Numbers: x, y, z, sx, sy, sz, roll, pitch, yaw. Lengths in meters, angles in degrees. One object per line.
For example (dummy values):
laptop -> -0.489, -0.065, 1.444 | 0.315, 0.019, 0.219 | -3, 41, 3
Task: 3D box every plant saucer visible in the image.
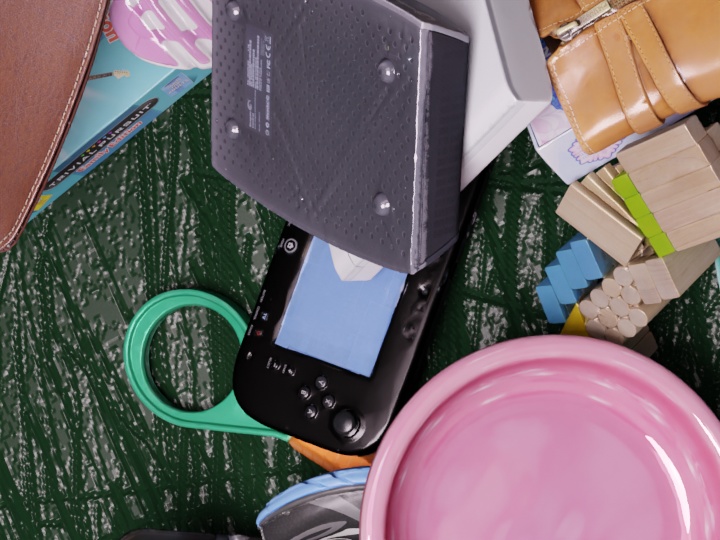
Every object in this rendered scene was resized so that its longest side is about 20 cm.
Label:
plant saucer -> 0.097, 0.133, 0.915 | 0.200, 0.051, 0.201 | 1, 83, -7

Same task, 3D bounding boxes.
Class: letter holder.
letter holder -> -0.197, -0.120, 1.006 | 0.142, 0.101, 0.200 | 21, 95, 16

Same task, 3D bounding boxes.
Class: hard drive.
hard drive -> -0.014, -0.086, 0.907 | 0.200, 0.042, 0.135 | 29, 123, 52
hard drive -> 0.025, -0.095, 0.922 | 0.200, 0.027, 0.132 | -45, 52, 54

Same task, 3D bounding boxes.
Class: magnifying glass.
magnifying glass -> -0.051, 0.079, 1.045 | 0.200, 0.022, 0.080 | 32, 97, 18

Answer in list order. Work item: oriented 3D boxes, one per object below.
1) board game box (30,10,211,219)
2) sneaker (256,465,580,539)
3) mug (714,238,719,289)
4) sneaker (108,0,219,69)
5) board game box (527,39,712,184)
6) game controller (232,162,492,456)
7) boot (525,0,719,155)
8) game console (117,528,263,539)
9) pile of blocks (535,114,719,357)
board game box -> -0.190, -0.136, 1.080 | 0.200, 0.047, 0.151 | -38, 78, 14
sneaker -> 0.042, 0.148, 0.965 | 0.200, 0.071, 0.083 | 7, 79, 2
mug -> 0.254, -0.014, 0.888 | 0.114, 0.185, 0.152 | 0, 48, -16
sneaker -> -0.051, -0.186, 1.009 | 0.200, 0.088, 0.080 | -32, 116, 2
board game box -> 0.152, -0.173, 0.929 | 0.199, 0.041, 0.200 | -30, 51, 15
game controller -> 0.000, 0.000, 1.008 | 0.104, 0.042, 0.200 | 19, 86, 16
boot -> 0.163, -0.097, 0.806 | 0.155, 0.077, 0.200 | -31, 58, 13
game console -> -0.055, 0.254, 0.989 | 0.176, 0.116, 0.200 | 14, 93, 18
pile of blocks -> 0.143, -0.015, 0.927 | 0.082, 0.062, 0.200 | 41, 138, 11
